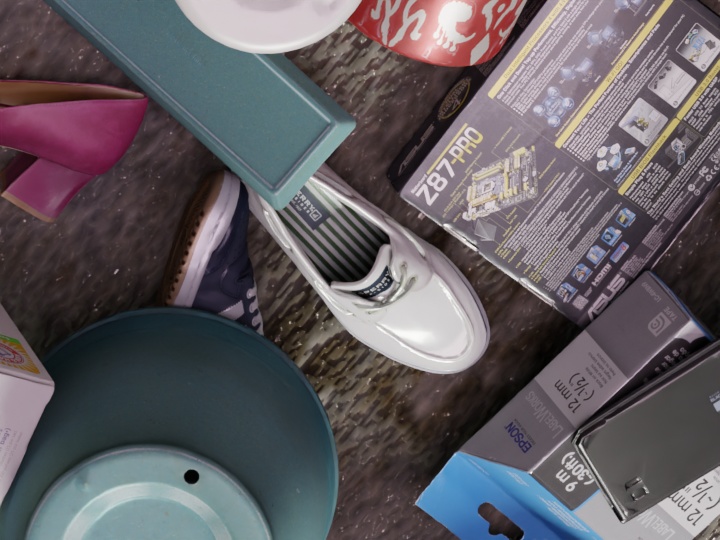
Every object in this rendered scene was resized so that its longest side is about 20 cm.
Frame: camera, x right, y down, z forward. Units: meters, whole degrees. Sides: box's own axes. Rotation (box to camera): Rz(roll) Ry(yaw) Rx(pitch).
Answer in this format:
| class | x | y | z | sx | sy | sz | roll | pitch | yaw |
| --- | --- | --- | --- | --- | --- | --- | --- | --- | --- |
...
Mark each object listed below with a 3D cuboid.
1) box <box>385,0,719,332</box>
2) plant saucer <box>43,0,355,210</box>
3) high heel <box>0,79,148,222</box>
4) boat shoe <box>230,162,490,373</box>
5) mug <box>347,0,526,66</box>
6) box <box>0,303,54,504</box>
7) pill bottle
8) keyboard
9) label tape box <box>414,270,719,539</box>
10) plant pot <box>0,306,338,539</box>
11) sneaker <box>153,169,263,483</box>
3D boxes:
| class | x | y | z | sx | sy | sz | roll | pitch | yaw |
| --- | --- | --- | --- | --- | --- | --- | --- | --- | --- |
| box | 0.138 | -0.084 | 1.621 | 0.161 | 0.049 | 0.200 | 34 | 100 | -20 |
| plant saucer | -0.098 | -0.125 | 1.550 | 0.200 | 0.019 | 0.070 | 42 | 97 | 1 |
| high heel | -0.220 | -0.109 | 1.538 | 0.200 | 0.067 | 0.096 | 35 | 109 | -23 |
| boat shoe | 0.000 | 0.000 | 1.614 | 0.200 | 0.067 | 0.074 | 38 | 98 | -18 |
| mug | 0.084 | -0.213 | 1.499 | 0.177 | 0.133 | 0.200 | 26 | 124 | 1 |
| box | -0.260 | 0.057 | 1.508 | 0.101 | 0.200 | 0.113 | 18 | 104 | -30 |
| pill bottle | -0.057 | -0.191 | 1.472 | 0.113 | 0.200 | 0.113 | -2 | 107 | -6 |
| keyboard | 0.231 | 0.085 | 1.613 | 0.200 | 0.021 | 0.127 | -31 | 121 | 1 |
| label tape box | 0.152 | 0.117 | 1.656 | 0.200 | 0.066 | 0.143 | -45 | 129 | 4 |
| plant pot | -0.112 | 0.138 | 1.494 | 0.200 | 0.188 | 0.200 | 0 | 102 | 0 |
| sneaker | -0.070 | 0.041 | 1.613 | 0.108 | 0.070 | 0.200 | 15 | 111 | -9 |
